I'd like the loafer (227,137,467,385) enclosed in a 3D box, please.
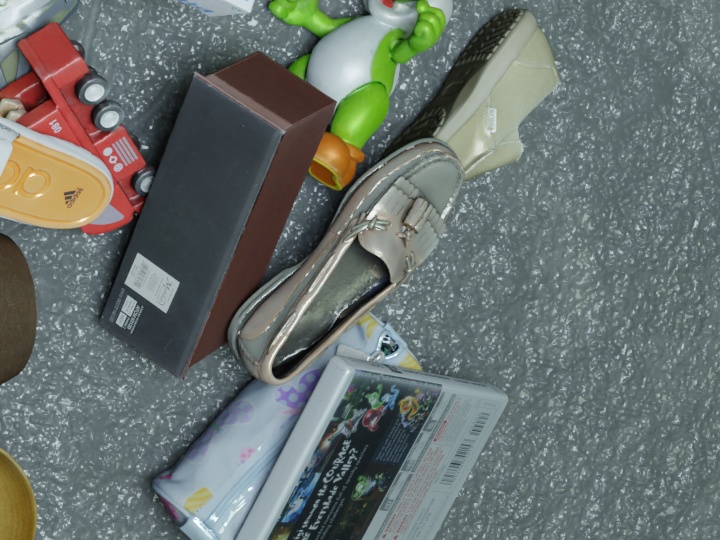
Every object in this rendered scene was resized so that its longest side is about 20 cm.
[{"bbox_3d":[0.000,0.000,1.477,0.200,0.063,0.072,-45,120,1],"label":"loafer"}]

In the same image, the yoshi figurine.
[{"bbox_3d":[0.003,-0.162,1.496,0.112,0.112,0.200,37,80,-17],"label":"yoshi figurine"}]

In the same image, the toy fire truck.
[{"bbox_3d":[-0.219,-0.080,1.406,0.141,0.049,0.200,-33,138,-5],"label":"toy fire truck"}]

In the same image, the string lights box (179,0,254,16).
[{"bbox_3d":[-0.089,-0.265,1.354,0.103,0.059,0.201,21,82,-31],"label":"string lights box"}]

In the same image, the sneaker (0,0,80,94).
[{"bbox_3d":[-0.214,-0.200,1.421,0.081,0.074,0.201,11,101,-31],"label":"sneaker"}]

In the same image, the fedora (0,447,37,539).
[{"bbox_3d":[-0.283,0.198,1.407,0.200,0.082,0.201,-16,129,-21],"label":"fedora"}]

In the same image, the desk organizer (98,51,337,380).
[{"bbox_3d":[-0.092,-0.037,1.460,0.077,0.072,0.200,-34,153,-56],"label":"desk organizer"}]

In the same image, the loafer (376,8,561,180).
[{"bbox_3d":[0.073,-0.089,1.553,0.068,0.076,0.200,40,81,-17],"label":"loafer"}]

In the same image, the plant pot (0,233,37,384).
[{"bbox_3d":[-0.306,0.028,1.366,0.200,0.187,0.188,-5,101,-37],"label":"plant pot"}]

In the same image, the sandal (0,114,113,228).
[{"bbox_3d":[-0.225,-0.055,1.343,0.206,0.059,0.079,14,120,-40],"label":"sandal"}]

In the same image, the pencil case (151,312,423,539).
[{"bbox_3d":[-0.048,0.109,1.523,0.200,0.091,0.083,-44,112,-11],"label":"pencil case"}]

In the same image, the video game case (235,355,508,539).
[{"bbox_3d":[-0.002,0.156,1.524,0.182,0.023,0.200,13,109,-50],"label":"video game case"}]
